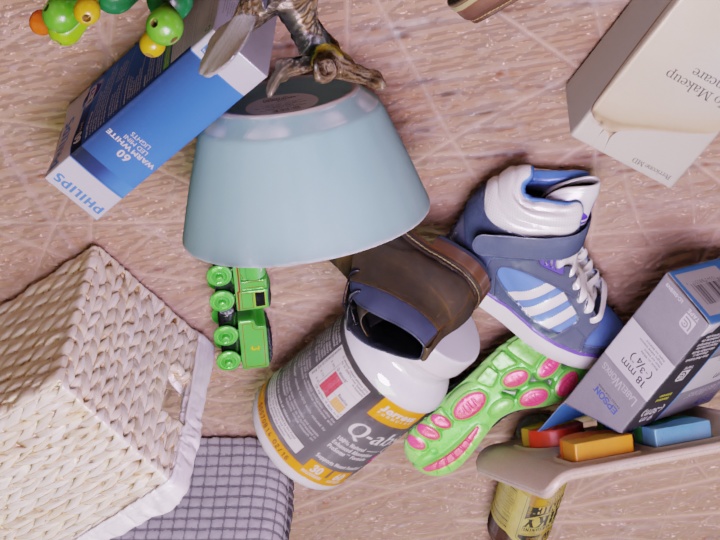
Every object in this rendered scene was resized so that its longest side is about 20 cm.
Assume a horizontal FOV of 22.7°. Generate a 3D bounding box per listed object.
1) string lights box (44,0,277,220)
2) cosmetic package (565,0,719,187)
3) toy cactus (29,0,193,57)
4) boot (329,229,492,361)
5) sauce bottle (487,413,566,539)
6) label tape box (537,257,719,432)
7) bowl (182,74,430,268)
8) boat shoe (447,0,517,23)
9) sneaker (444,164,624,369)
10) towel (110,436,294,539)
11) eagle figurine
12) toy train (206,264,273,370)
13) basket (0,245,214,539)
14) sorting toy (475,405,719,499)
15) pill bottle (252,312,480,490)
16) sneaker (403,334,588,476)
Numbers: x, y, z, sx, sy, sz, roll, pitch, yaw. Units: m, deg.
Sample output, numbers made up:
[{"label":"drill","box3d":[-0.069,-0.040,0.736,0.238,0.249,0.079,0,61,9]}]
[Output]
[{"label":"string lights box","box3d":[-0.155,-0.139,1.391,0.059,0.103,0.199,38,123,-25]},{"label":"cosmetic package","box3d":[0.253,-0.171,1.363,0.103,0.074,0.201,24,126,-16]},{"label":"toy cactus","box3d":[-0.166,-0.222,1.312,0.164,0.199,0.103,-26,117,-28]},{"label":"boot","box3d":[0.000,0.000,1.467,0.198,0.097,0.075,22,140,18]},{"label":"sauce bottle","box3d":[0.157,0.225,1.707,0.064,0.065,0.201,8,131,-3]},{"label":"label tape box","box3d":[0.261,0.081,1.524,0.143,0.063,0.201,-12,144,-47]},{"label":"bowl","box3d":[-0.049,-0.086,1.392,0.198,0.201,0.106,-5,111,7]},{"label":"boat shoe","box3d":[0.153,-0.238,1.312,0.199,0.072,0.068,-34,119,24]},{"label":"sneaker","box3d":[0.175,-0.010,1.496,0.199,0.081,0.147,30,130,-14]},{"label":"towel","box3d":[-0.163,0.246,1.677,0.197,0.167,0.086,-3,136,6]},{"label":"eagle figurine","box3d":[-0.042,-0.232,1.241,0.150,0.151,0.202,0,114,30]},{"label":"toy train","box3d":[-0.106,0.008,1.556,0.056,0.042,0.202,-6,130,-5]},{"label":"basket","box3d":[-0.253,0.122,1.556,0.199,0.199,0.161,-29,121,25]},{"label":"sorting toy","box3d":[0.215,0.145,1.547,0.198,0.185,0.037,-13,95,-15]},{"label":"pill bottle","box3d":[0.005,0.096,1.572,0.116,0.117,0.200,34,124,-23]},{"label":"sneaker","box3d":[0.120,0.102,1.605,0.199,0.084,0.077,-33,105,8]}]
